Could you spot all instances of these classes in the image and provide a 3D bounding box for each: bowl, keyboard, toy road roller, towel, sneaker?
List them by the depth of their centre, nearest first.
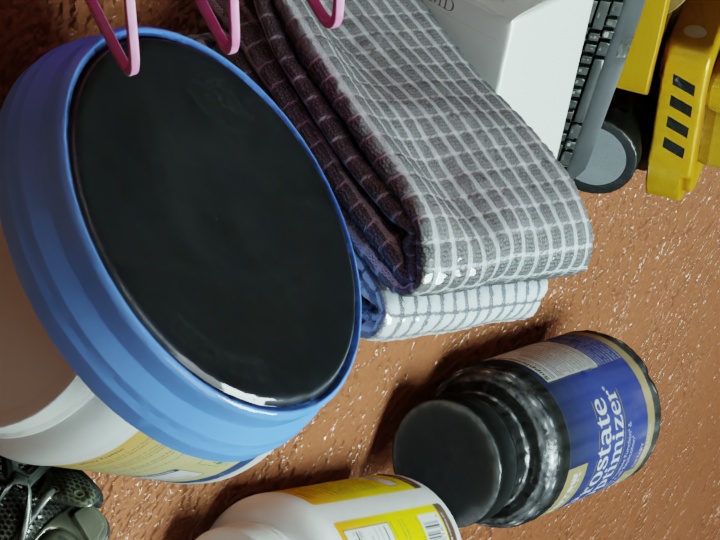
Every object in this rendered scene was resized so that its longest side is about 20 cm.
[{"bbox_3d":[-0.074,-0.016,1.144,0.039,0.202,0.200,-28,170,33],"label":"bowl"},{"bbox_3d":[-0.190,0.106,1.242,0.077,0.114,0.199,-62,151,4],"label":"sneaker"},{"bbox_3d":[0.012,-0.065,1.301,0.086,0.200,0.165,-45,160,30],"label":"towel"},{"bbox_3d":[0.097,-0.133,1.506,0.126,0.021,0.201,4,128,-14],"label":"keyboard"},{"bbox_3d":[0.204,-0.137,1.586,0.123,0.145,0.201,-63,163,-51],"label":"toy road roller"}]

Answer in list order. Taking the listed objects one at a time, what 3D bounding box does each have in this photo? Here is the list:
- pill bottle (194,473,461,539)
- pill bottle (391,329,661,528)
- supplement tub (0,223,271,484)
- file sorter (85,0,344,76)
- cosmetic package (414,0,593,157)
[{"bbox_3d":[-0.026,0.187,1.606,0.200,0.109,0.110,-1,120,-59],"label":"pill bottle"},{"bbox_3d":[0.110,0.110,1.754,0.200,0.112,0.112,-15,131,-54],"label":"pill bottle"},{"bbox_3d":[-0.120,0.024,1.236,0.145,0.144,0.200,-61,153,6],"label":"supplement tub"},{"bbox_3d":[-0.031,-0.182,1.109,0.199,0.126,0.139,-17,139,-15],"label":"file sorter"},{"bbox_3d":[0.051,-0.090,1.450,0.085,0.107,0.201,-31,142,-41],"label":"cosmetic package"}]
